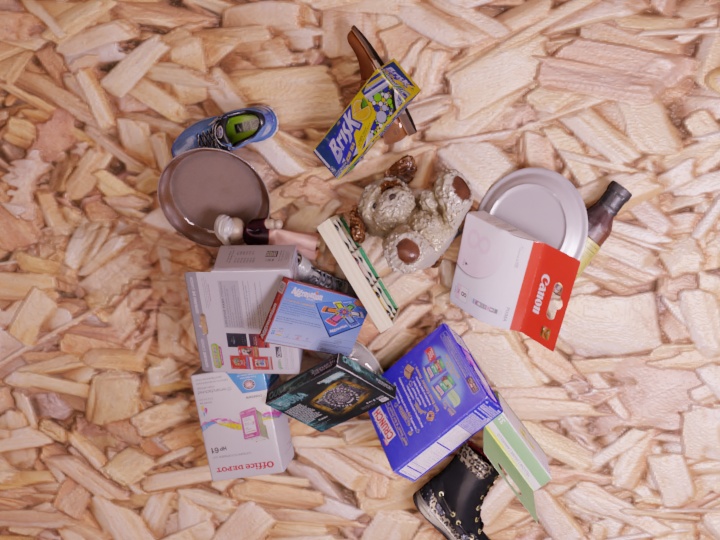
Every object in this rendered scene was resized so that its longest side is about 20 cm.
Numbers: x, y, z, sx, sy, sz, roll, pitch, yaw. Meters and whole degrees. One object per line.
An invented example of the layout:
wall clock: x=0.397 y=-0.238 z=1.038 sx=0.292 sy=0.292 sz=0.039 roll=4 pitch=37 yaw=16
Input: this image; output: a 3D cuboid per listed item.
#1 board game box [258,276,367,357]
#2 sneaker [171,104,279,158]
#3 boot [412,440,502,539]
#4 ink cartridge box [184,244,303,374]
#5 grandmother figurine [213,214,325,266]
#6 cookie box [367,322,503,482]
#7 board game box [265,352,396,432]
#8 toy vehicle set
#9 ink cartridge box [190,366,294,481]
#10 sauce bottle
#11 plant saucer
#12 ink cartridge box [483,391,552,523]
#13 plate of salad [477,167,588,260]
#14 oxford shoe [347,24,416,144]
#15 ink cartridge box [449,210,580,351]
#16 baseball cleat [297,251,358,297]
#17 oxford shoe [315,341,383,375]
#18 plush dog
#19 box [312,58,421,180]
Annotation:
board game box: x=-0.069 y=0.079 z=1.150 sx=0.019 sy=0.197 sz=0.105 roll=31 pitch=99 yaw=42
sneaker: x=-0.241 y=-0.237 z=1.216 sx=0.195 sy=0.089 sz=0.081 roll=-19 pitch=95 yaw=11
boot: x=0.211 y=0.419 z=1.258 sx=0.202 sy=0.073 sz=0.155 roll=40 pitch=100 yaw=1
ink cartridge box: x=-0.186 y=0.066 z=1.173 sx=0.170 sy=0.085 sz=0.205 roll=0 pitch=120 yaw=3
grandmother figurine: x=-0.158 y=-0.056 z=1.229 sx=0.194 sy=0.062 sz=0.123 roll=12 pitch=135 yaw=-5
cookie box: x=0.115 y=0.221 z=1.192 sx=0.199 sy=0.173 sz=0.075 roll=-40 pitch=134 yaw=12
board game box: x=-0.053 y=0.211 z=1.201 sx=0.134 sy=0.029 sz=0.198 roll=33 pitch=134 yaw=-29
toy vehicle set: x=0.000 y=0.000 z=1.199 sx=0.026 sy=0.124 sz=0.203 roll=-31 pitch=94 yaw=12
ink cartridge box: x=-0.213 y=0.267 z=1.292 sx=0.140 sy=0.085 sz=0.206 roll=-9 pitch=98 yaw=9
sauce bottle: x=0.369 y=-0.054 z=1.168 sx=0.065 sy=0.066 sz=0.202 roll=35 pitch=100 yaw=2
plant saucer: x=-0.251 y=-0.129 z=1.227 sx=0.194 sy=0.033 sz=0.204 roll=1 pitch=128 yaw=1
ink cartridge box: x=0.257 y=0.300 z=1.167 sx=0.048 sy=0.200 sz=0.147 roll=-37 pitch=93 yaw=11
plate of salad: x=0.280 y=-0.066 z=1.169 sx=0.196 sy=0.048 sz=0.207 roll=-5 pitch=82 yaw=34
oxford shoe: x=0.020 y=-0.306 z=1.179 sx=0.070 sy=0.071 sz=0.204 roll=-25 pitch=95 yaw=16
ink cartridge box: x=0.237 y=0.017 z=1.132 sx=0.199 sy=0.056 sz=0.167 roll=37 pitch=128 yaw=43
baseball cleat: x=-0.074 y=0.025 z=1.218 sx=0.193 sy=0.071 sz=0.108 roll=4 pitch=137 yaw=-2
oxford shoe: x=-0.040 y=0.145 z=1.262 sx=0.200 sy=0.058 sz=0.075 roll=44 pitch=100 yaw=-1
plush dog: x=0.073 y=-0.088 z=1.186 sx=0.170 sy=0.161 sz=0.201 roll=37 pitch=74 yaw=15
box: x=0.007 y=-0.241 z=1.148 sx=0.070 sy=0.064 sz=0.200 roll=46 pitch=131 yaw=0
